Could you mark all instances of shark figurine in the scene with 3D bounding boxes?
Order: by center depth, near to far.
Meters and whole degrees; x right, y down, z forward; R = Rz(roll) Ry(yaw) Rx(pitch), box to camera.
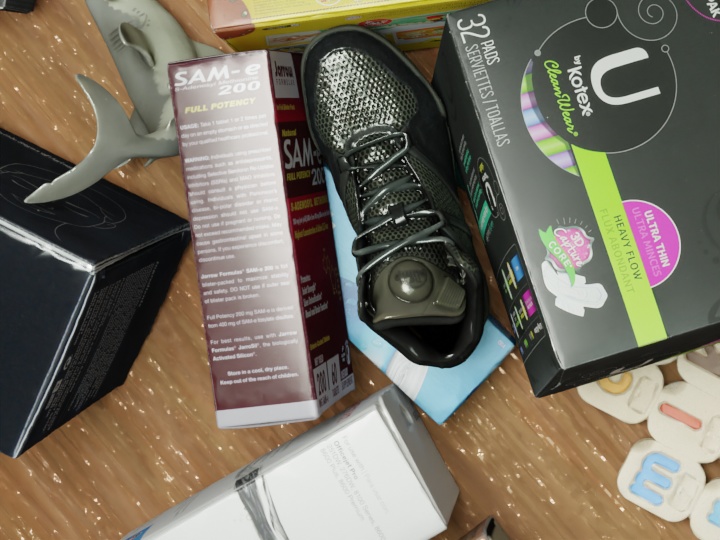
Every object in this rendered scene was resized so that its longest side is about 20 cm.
[{"bbox_3d":[-0.131,-0.088,1.101,0.128,0.215,0.090,32,117,-22],"label":"shark figurine"}]

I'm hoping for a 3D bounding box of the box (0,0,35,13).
[{"bbox_3d":[-0.289,-0.250,1.144,0.200,0.044,0.161,9,95,13],"label":"box"}]

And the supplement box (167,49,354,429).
[{"bbox_3d":[-0.053,-0.020,1.042,0.061,0.109,0.201,-8,94,11],"label":"supplement box"}]

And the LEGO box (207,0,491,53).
[{"bbox_3d":[0.018,-0.175,1.075,0.199,0.149,0.077,-7,87,6],"label":"LEGO box"}]

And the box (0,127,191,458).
[{"bbox_3d":[-0.229,-0.007,1.074,0.200,0.197,0.124,26,103,6],"label":"box"}]

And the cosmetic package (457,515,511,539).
[{"bbox_3d":[0.023,0.242,1.106,0.200,0.103,0.087,-38,86,4],"label":"cosmetic package"}]

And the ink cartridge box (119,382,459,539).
[{"bbox_3d":[-0.048,0.152,1.090,0.200,0.145,0.084,-31,89,6],"label":"ink cartridge box"}]

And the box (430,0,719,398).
[{"bbox_3d":[0.139,-0.050,1.018,0.148,0.124,0.200,-17,79,-5],"label":"box"}]

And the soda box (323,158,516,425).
[{"bbox_3d":[0.000,0.000,1.124,0.200,0.064,0.068,43,95,4],"label":"soda box"}]

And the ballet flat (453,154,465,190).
[{"bbox_3d":[0.133,-0.042,1.109,0.200,0.068,0.072,36,81,10],"label":"ballet flat"}]

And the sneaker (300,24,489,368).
[{"bbox_3d":[0.022,-0.036,1.013,0.076,0.114,0.200,-17,102,4],"label":"sneaker"}]

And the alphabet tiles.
[{"bbox_3d":[0.239,0.067,1.119,0.195,0.015,0.200,27,94,11],"label":"alphabet tiles"}]
